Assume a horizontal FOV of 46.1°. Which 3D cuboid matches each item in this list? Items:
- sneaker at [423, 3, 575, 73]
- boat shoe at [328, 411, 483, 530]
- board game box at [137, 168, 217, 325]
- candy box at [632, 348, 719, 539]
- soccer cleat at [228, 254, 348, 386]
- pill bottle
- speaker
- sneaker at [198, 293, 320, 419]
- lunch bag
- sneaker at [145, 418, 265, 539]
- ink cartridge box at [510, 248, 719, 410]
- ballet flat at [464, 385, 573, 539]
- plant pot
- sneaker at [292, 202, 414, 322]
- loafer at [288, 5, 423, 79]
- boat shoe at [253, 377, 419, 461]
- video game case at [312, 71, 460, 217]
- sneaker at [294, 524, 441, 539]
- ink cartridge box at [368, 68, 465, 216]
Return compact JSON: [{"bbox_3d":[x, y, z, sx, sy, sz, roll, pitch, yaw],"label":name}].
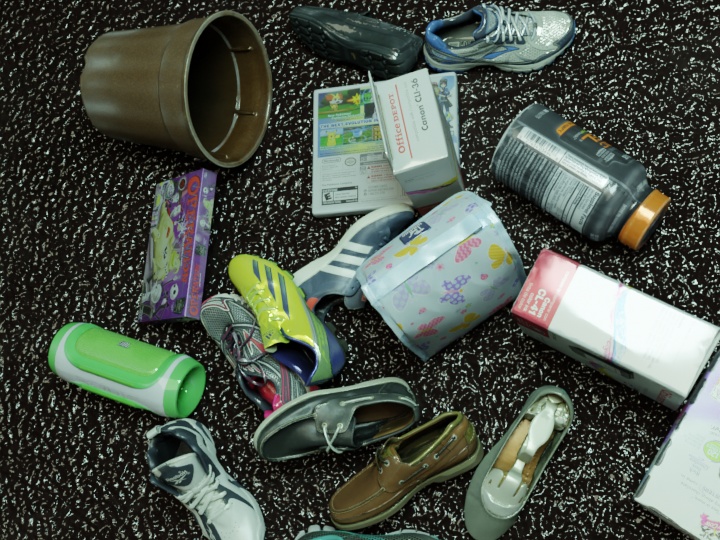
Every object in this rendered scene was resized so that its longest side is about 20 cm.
[{"bbox_3d":[0.176,-0.302,1.090,0.199,0.085,0.077,-7,74,13],"label":"sneaker"},{"bbox_3d":[0.043,0.227,0.989,0.200,0.068,0.072,-31,32,-2],"label":"boat shoe"},{"bbox_3d":[-0.247,-0.029,1.141,0.120,0.032,0.201,-8,72,41],"label":"board game box"},{"bbox_3d":[0.414,0.206,0.901,0.168,0.072,0.200,31,85,20],"label":"candy box"},{"bbox_3d":[-0.100,0.057,1.031,0.200,0.084,0.065,46,135,14],"label":"soccer cleat"},{"bbox_3d":[0.263,-0.106,1.005,0.200,0.106,0.106,36,88,20],"label":"pill bottle"},{"bbox_3d":[-0.308,0.130,1.115,0.199,0.088,0.089,15,80,18],"label":"speaker"},{"bbox_3d":[-0.136,0.105,1.064,0.200,0.075,0.081,43,122,22],"label":"sneaker"},{"bbox_3d":[0.094,0.001,0.975,0.169,0.200,0.127,-36,70,5],"label":"lunch bag"},{"bbox_3d":[-0.198,0.265,1.025,0.079,0.130,0.199,-31,70,7],"label":"sneaker"},{"bbox_3d":[0.277,0.066,0.934,0.200,0.148,0.086,29,85,21],"label":"ink cartridge box"},{"bbox_3d":[0.178,0.219,0.964,0.067,0.064,0.200,30,85,8],"label":"ballet flat"},{"bbox_3d":[-0.256,-0.248,1.148,0.198,0.200,0.201,8,78,24],"label":"plant pot"},{"bbox_3d":[0.000,0.000,1.071,0.200,0.075,0.085,-40,67,13],"label":"sneaker"},{"bbox_3d":[-0.008,-0.322,1.162,0.200,0.068,0.070,26,65,22],"label":"loafer"},{"bbox_3d":[-0.028,0.182,0.999,0.199,0.068,0.072,-16,116,-7],"label":"boat shoe"},{"bbox_3d":[0.033,-0.167,1.130,0.199,0.022,0.183,-4,75,15],"label":"video game case"},{"bbox_3d":[0.005,0.336,0.971,0.199,0.091,0.078,-3,76,15],"label":"sneaker"},{"bbox_3d":[0.071,-0.153,0.996,0.067,0.200,0.117,-16,73,12],"label":"ink cartridge box"}]
